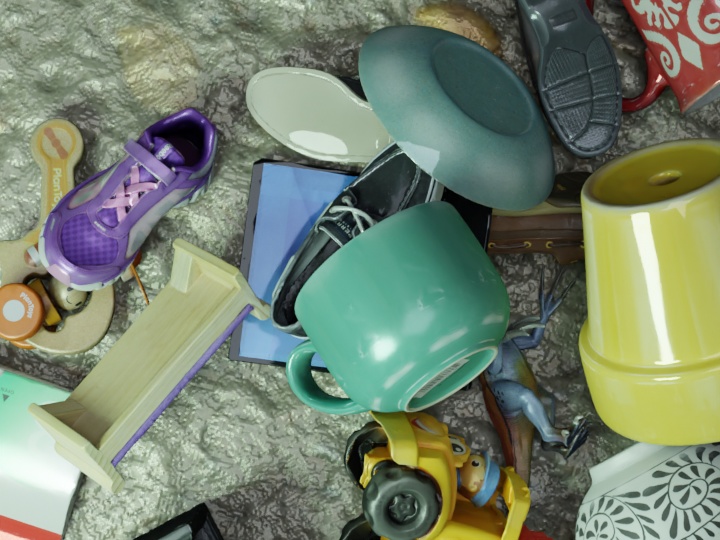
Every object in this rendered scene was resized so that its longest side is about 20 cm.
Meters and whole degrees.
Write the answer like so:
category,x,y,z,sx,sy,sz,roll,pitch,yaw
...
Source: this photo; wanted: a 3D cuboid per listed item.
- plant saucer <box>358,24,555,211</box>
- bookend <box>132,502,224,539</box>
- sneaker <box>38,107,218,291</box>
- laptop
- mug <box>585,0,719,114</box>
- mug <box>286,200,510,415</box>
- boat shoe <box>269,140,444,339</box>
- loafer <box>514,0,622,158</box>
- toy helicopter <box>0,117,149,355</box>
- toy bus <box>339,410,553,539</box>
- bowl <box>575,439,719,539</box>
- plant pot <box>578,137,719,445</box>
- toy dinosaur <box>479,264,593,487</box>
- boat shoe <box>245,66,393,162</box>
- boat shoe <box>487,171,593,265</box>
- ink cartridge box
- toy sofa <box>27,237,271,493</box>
category,x,y,z,sx,sy,sz,roll,pitch,yaw
plant saucer,0.091,-0.139,1.350,0.201,0.201,0.039,43,125,1
bookend,-0.126,0.300,1.303,0.091,0.200,0.200,-27,87,-3
sneaker,-0.183,-0.067,1.340,0.080,0.088,0.200,43,54,-2
laptop,0.000,0.000,1.372,0.103,0.199,0.179,10,86,-43
mug,0.258,-0.242,1.388,0.176,0.133,0.201,-31,85,-5
mug,0.036,0.046,1.279,0.151,0.185,0.115,-25,70,-27
boat shoe,-0.006,-0.030,1.336,0.072,0.068,0.200,43,99,19
loafer,0.173,-0.187,1.400,0.071,0.063,0.202,-15,79,-4
toy helicopter,-0.244,-0.030,1.384,0.131,0.079,0.202,-3,81,-1
toy bus,0.082,0.214,1.337,0.190,0.136,0.202,1,104,-8
bowl,0.246,0.182,1.328,0.199,0.201,0.095,-27,81,-3
plant pot,0.261,0.006,1.306,0.199,0.201,0.191,-19,111,-3
toy dinosaur,0.114,0.082,1.385,0.181,0.105,0.201,39,97,19
boat shoe,0.000,-0.129,1.407,0.198,0.063,0.073,14,104,9
boat shoe,0.180,-0.042,1.408,0.198,0.072,0.068,3,119,-10
ink cartridge box,-0.320,0.180,1.381,0.159,0.050,0.202,18,84,-1
toy sofa,-0.164,0.083,1.335,0.082,0.098,0.200,25,66,39
